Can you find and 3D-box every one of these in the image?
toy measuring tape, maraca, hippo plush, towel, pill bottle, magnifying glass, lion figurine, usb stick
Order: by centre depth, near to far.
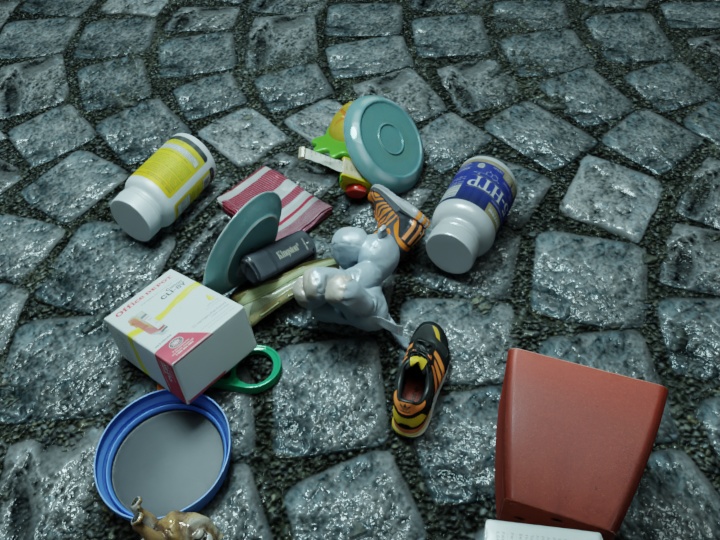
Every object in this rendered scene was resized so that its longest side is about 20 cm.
[{"bbox_3d":[-0.277,0.375,0.895,0.199,0.124,0.072,-43,25,-12],"label":"lion figurine"},{"bbox_3d":[-0.219,0.168,1.114,0.194,0.023,0.081,-12,49,-10],"label":"magnifying glass"},{"bbox_3d":[0.000,0.000,1.130,0.195,0.160,0.165,15,70,18],"label":"hippo plush"},{"bbox_3d":[-0.137,-0.025,1.208,0.056,0.033,0.199,49,29,4],"label":"usb stick"},{"bbox_3d":[0.194,-0.096,1.256,0.117,0.122,0.202,19,52,19],"label":"pill bottle"},{"bbox_3d":[-0.373,-0.158,1.346,0.112,0.116,0.202,19,51,20],"label":"pill bottle"},{"bbox_3d":[-0.039,-0.185,1.355,0.195,0.074,0.075,14,41,-26],"label":"toy measuring tape"},{"bbox_3d":[-0.168,-0.127,1.370,0.198,0.023,0.143,34,57,28],"label":"towel"},{"bbox_3d":[-0.012,-0.278,1.434,0.135,0.109,0.199,20,46,36],"label":"maraca"}]

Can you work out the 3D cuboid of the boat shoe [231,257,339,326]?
[{"bbox_3d":[-0.119,0.033,1.204,0.197,0.065,0.073,-24,8,-22],"label":"boat shoe"}]

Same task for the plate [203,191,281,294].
[{"bbox_3d":[-0.186,-0.037,1.176,0.025,0.202,0.201,32,56,13],"label":"plate"}]

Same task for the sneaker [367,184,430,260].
[{"bbox_3d":[0.040,-0.082,1.280,0.113,0.077,0.200,-52,28,2],"label":"sneaker"}]

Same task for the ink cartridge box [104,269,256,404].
[{"bbox_3d":[-0.282,0.096,1.105,0.197,0.085,0.145,21,48,38],"label":"ink cartridge box"}]

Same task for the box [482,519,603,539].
[{"bbox_3d":[0.184,0.409,0.754,0.126,0.202,0.204,4,48,7],"label":"box"}]

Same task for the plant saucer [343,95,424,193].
[{"bbox_3d":[0.054,-0.251,1.378,0.196,0.027,0.206,14,67,-33],"label":"plant saucer"}]

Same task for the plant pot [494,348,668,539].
[{"bbox_3d":[0.263,0.246,0.912,0.194,0.202,0.180,12,60,14],"label":"plant pot"}]

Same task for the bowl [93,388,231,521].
[{"bbox_3d":[-0.279,0.266,1.016,0.194,0.040,0.204,-2,49,2],"label":"bowl"}]

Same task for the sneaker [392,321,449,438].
[{"bbox_3d":[0.094,0.145,1.067,0.068,0.091,0.203,10,50,12],"label":"sneaker"}]
